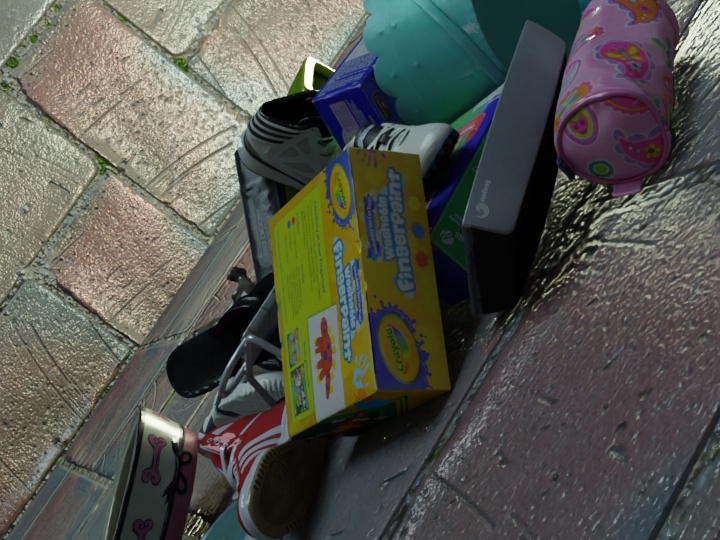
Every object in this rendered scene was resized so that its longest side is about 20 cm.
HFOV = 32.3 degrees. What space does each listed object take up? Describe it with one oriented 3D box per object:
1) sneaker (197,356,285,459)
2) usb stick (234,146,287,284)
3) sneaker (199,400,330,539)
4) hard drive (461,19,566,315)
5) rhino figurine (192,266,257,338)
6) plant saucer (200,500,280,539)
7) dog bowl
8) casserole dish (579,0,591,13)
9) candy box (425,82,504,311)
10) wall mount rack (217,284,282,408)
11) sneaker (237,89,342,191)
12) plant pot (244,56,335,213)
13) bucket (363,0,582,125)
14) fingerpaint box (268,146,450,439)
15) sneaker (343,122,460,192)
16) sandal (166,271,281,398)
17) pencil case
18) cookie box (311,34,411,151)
[{"bbox_3d":[-0.111,0.125,1.375,0.200,0.079,0.131,125,165,-53],"label":"sneaker"},{"bbox_3d":[-0.100,-0.052,1.352,0.055,0.033,0.202,-21,68,25],"label":"usb stick"},{"bbox_3d":[-0.099,0.185,1.106,0.111,0.072,0.200,-23,16,20],"label":"sneaker"},{"bbox_3d":[0.123,-0.078,0.962,0.136,0.042,0.202,77,-152,-55],"label":"hard drive"},{"bbox_3d":[-0.115,0.036,1.380,0.200,0.060,0.087,-42,49,-8],"label":"rhino figurine"},{"bbox_3d":[-0.135,0.283,1.157,0.201,0.027,0.200,-50,12,15],"label":"plant saucer"},{"bbox_3d":[-0.234,0.256,1.375,0.200,0.073,0.203,-166,90,-77],"label":"dog bowl"},{"bbox_3d":[0.258,-0.346,1.391,0.121,0.039,0.201,-35,21,56],"label":"casserole dish"},{"bbox_3d":[0.084,-0.055,1.141,0.169,0.077,0.201,-34,24,58],"label":"candy box"},{"bbox_3d":[-0.060,0.066,1.217,0.201,0.074,0.174,-58,-11,-25],"label":"wall mount rack"},{"bbox_3d":[-0.027,-0.121,1.312,0.115,0.198,0.076,130,158,-62],"label":"sneaker"},{"bbox_3d":[-0.029,-0.115,1.489,0.183,0.198,0.200,-57,11,16],"label":"plant pot"},{"bbox_3d":[0.116,-0.237,1.226,0.134,0.207,0.208,-18,34,45],"label":"bucket"},{"bbox_3d":[-0.005,0.024,1.042,0.167,0.073,0.203,-37,56,56],"label":"fingerpaint box"},{"bbox_3d":[0.031,-0.104,1.126,0.072,0.072,0.200,-54,12,-12],"label":"sneaker"},{"bbox_3d":[-0.126,0.070,1.297,0.200,0.076,0.048,-38,-12,17],"label":"sandal"},{"bbox_3d":[0.196,-0.139,0.936,0.087,0.087,0.201,-44,15,36],"label":"pencil case"},{"bbox_3d":[0.058,-0.176,1.311,0.075,0.172,0.201,-9,35,41],"label":"cookie box"}]
